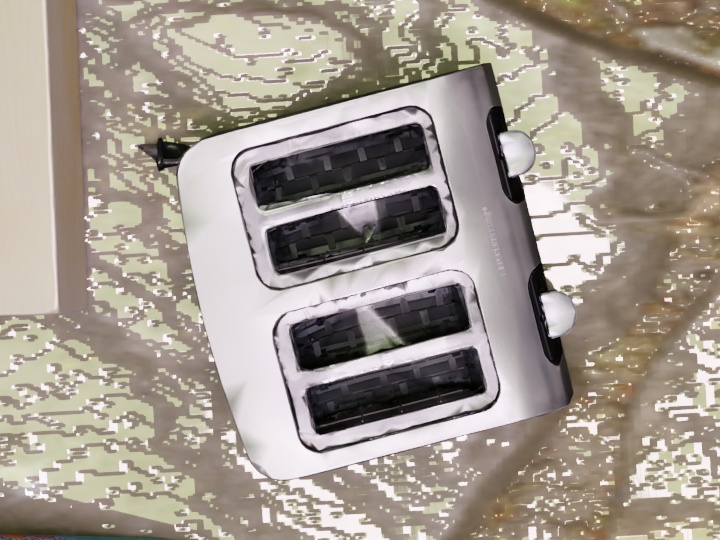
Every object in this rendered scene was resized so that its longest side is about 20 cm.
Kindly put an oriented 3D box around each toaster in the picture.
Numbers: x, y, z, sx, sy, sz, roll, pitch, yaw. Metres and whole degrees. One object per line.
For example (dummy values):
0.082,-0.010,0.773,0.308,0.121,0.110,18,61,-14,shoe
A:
0.000,0.000,1.338,0.199,0.119,0.182,-14,91,2,toaster

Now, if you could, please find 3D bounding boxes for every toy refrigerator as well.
-0.185,-0.079,1.364,0.075,0.070,0.202,-2,92,8,toy refrigerator

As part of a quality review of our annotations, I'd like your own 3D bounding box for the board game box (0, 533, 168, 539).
-0.181,0.209,1.334,0.199,0.045,0.153,7,92,-35,board game box
